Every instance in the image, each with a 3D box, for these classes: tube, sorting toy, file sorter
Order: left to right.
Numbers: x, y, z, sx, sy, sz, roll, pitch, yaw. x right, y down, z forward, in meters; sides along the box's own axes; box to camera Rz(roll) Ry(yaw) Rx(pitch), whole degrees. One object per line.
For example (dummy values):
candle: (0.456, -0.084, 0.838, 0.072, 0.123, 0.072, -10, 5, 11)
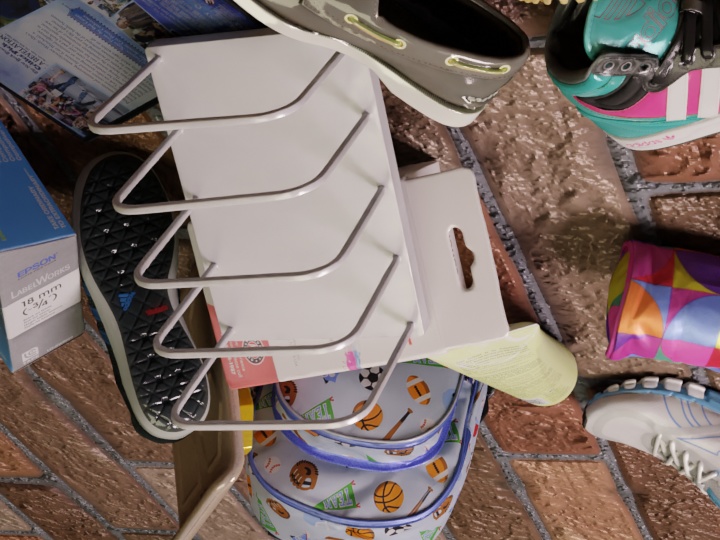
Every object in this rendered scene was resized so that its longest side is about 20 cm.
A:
sorting toy: (-0.110, 0.087, 1.170, 0.036, 0.201, 0.185, 4, 155, -17)
file sorter: (-0.058, -0.024, 0.931, 0.138, 0.125, 0.201, -3, 117, 21)
tube: (0.108, 0.059, 1.117, 0.052, 0.058, 0.200, 34, -177, 21)

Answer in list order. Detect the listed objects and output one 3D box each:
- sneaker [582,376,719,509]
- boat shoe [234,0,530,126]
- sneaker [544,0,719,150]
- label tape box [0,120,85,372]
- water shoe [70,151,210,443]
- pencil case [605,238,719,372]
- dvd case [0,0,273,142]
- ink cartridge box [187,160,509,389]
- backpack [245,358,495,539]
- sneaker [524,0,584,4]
sneaker: (0.265, 0.139, 1.226, 0.198, 0.087, 0.075, 8, 151, 10)
boat shoe: (0.001, -0.150, 0.865, 0.201, 0.072, 0.060, 28, 137, -24)
sneaker: (0.170, -0.130, 0.826, 0.120, 0.084, 0.199, 24, 150, -36)
label tape box: (-0.244, -0.045, 1.059, 0.063, 0.145, 0.200, -28, 157, -20)
water shoe: (-0.158, 0.021, 1.100, 0.071, 0.202, 0.079, -9, 168, -23)
pencil case: (0.260, 0.037, 1.063, 0.198, 0.089, 0.089, 13, 150, 3)
dvd case: (-0.163, -0.150, 0.977, 0.142, 0.018, 0.199, 34, 143, -32)
ink cartridge box: (0.000, 0.000, 1.044, 0.199, 0.067, 0.117, -10, 99, 23)
backpack: (0.003, 0.109, 1.169, 0.198, 0.192, 0.154, 8, 152, 8)
sneaker: (0.153, -0.184, 0.745, 0.198, 0.075, 0.091, -10, 122, 11)
